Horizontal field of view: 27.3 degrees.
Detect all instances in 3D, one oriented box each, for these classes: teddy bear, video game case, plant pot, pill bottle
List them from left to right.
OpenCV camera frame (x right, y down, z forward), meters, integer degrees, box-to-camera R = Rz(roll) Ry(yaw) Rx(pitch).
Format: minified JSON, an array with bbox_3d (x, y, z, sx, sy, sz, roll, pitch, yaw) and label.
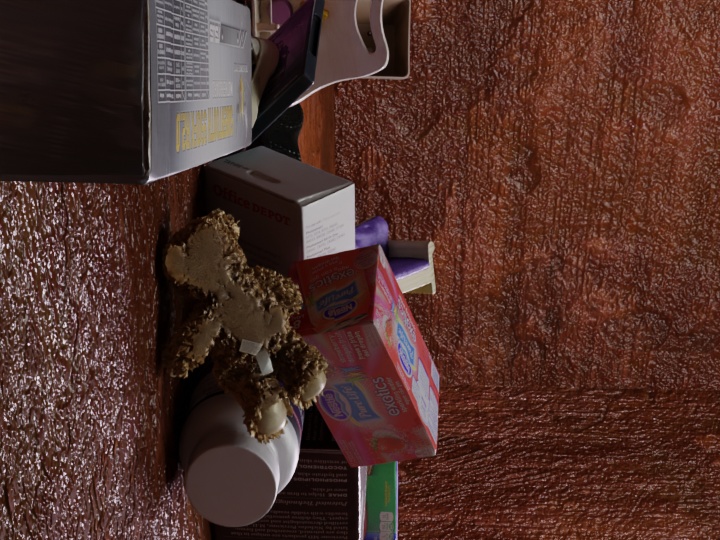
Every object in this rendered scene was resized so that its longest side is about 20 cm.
[{"bbox_3d":[-0.105,0.050,1.273,0.146,0.200,0.067,-56,-158,-20],"label":"teddy bear"},{"bbox_3d":[-0.109,0.147,1.376,0.201,0.110,0.113,-84,175,-66],"label":"pill bottle"},{"bbox_3d":[-0.096,-0.206,1.588,0.143,0.019,0.201,-40,-155,25],"label":"video game case"},{"bbox_3d":[0.022,-0.564,3.676,0.177,0.196,0.203,88,3,-88],"label":"plant pot"}]

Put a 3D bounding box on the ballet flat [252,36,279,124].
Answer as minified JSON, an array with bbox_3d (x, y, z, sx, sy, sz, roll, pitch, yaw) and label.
[{"bbox_3d":[-0.126,-0.202,1.519,0.201,0.068,0.070,-85,176,-53],"label":"ballet flat"}]

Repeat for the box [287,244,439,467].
[{"bbox_3d":[0.004,0.085,1.413,0.104,0.093,0.201,-86,158,-43],"label":"box"}]

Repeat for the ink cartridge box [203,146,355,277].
[{"bbox_3d":[-0.080,-0.006,1.496,0.084,0.145,0.203,-24,125,-41],"label":"ink cartridge box"}]

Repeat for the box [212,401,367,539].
[{"bbox_3d":[-0.075,0.191,1.603,0.167,0.162,0.202,-87,177,-45],"label":"box"}]

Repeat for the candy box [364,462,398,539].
[{"bbox_3d":[-0.054,0.286,1.786,0.078,0.197,0.171,86,4,-48],"label":"candy box"}]

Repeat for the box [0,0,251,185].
[{"bbox_3d":[-0.116,-0.053,0.401,0.200,0.156,0.049,-80,170,-83],"label":"box"}]

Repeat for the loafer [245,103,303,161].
[{"bbox_3d":[-0.117,-0.160,1.830,0.071,0.072,0.201,-47,-152,31],"label":"loafer"}]

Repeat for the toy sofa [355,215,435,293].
[{"bbox_3d":[0.000,0.000,1.745,0.199,0.082,0.099,-19,106,-49],"label":"toy sofa"}]

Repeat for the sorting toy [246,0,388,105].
[{"bbox_3d":[-0.054,-0.302,1.788,0.107,0.177,0.203,-85,176,-62],"label":"sorting toy"}]
